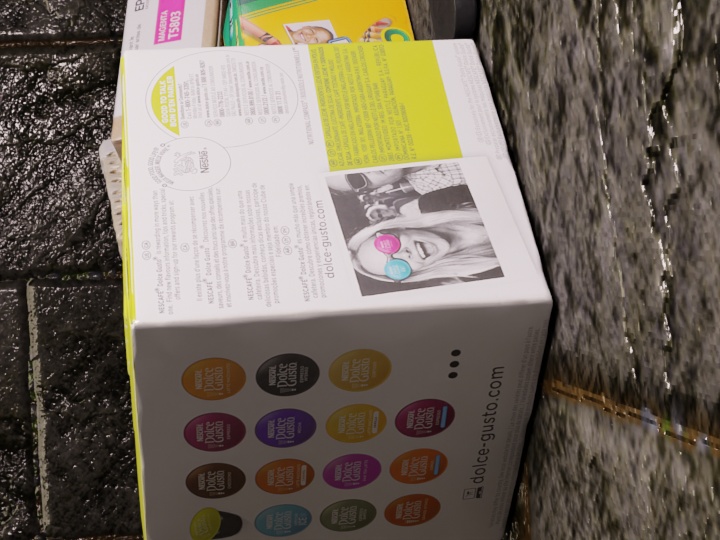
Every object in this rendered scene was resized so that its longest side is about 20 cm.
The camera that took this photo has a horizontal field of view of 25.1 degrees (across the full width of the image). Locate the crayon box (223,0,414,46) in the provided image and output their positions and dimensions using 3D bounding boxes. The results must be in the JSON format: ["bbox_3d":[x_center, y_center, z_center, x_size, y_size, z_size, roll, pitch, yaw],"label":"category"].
[{"bbox_3d":[-0.021,-0.108,1.048,0.058,0.118,0.201,106,160,-45],"label":"crayon box"}]

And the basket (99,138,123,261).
[{"bbox_3d":[-0.143,-0.040,1.642,0.161,0.197,0.201,-109,4,-50],"label":"basket"}]

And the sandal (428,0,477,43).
[{"bbox_3d":[0.031,-0.219,0.906,0.075,0.045,0.201,108,157,-71],"label":"sandal"}]

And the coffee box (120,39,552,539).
[{"bbox_3d":[-0.026,0.016,0.859,0.200,0.197,0.200,95,169,-46],"label":"coffee box"}]

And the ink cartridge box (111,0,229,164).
[{"bbox_3d":[-0.117,-0.116,1.183,0.165,0.075,0.201,72,-165,-49],"label":"ink cartridge box"}]
